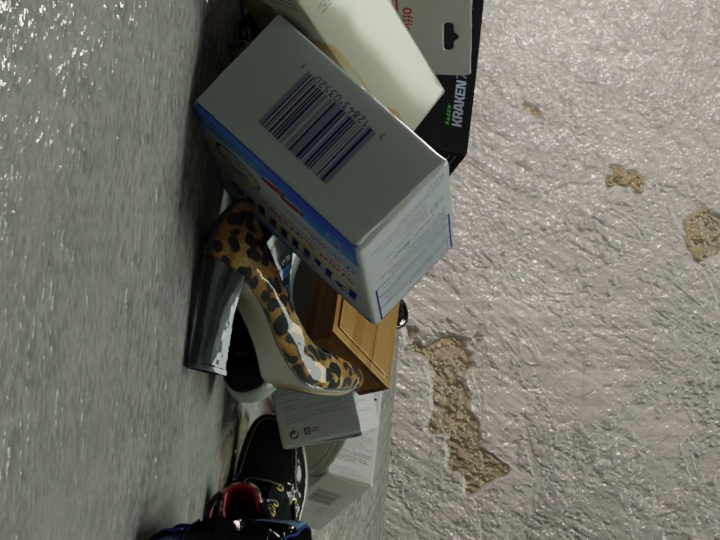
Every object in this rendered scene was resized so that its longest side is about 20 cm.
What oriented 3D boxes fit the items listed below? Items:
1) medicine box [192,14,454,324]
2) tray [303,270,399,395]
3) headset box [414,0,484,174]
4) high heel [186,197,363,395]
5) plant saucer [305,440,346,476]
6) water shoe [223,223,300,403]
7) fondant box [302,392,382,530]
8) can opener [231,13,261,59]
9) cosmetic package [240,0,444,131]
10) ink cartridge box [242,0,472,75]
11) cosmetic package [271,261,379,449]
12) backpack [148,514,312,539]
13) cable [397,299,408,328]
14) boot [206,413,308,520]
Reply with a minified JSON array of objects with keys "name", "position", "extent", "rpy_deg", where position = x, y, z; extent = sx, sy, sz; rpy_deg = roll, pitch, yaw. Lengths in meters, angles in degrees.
[{"name":"medicine box","position":[-0.025,-0.075,1.495],"extent":[0.103,0.182,0.200],"rpy_deg":[-45,164,-11]},{"name":"tray","position":[0.000,0.000,1.694],"extent":[0.099,0.037,0.202],"rpy_deg":[47,39,-42]},{"name":"headset box","position":[0.004,-0.192,1.757],"extent":[0.093,0.198,0.176],"rpy_deg":[128,-29,-70]},{"name":"high heel","position":[-0.055,0.026,1.556],"extent":[0.199,0.071,0.144],"rpy_deg":[16,81,-46]},{"name":"plant saucer","position":[-0.046,0.118,2.012],"extent":[0.200,0.050,0.202],"rpy_deg":[-163,-90,-72]},{"name":"water shoe","position":[-0.097,0.012,1.628],"extent":[0.079,0.071,0.202],"rpy_deg":[34,59,-52]},{"name":"fondant box","position":[-0.030,0.169,2.089],"extent":[0.144,0.058,0.202],"rpy_deg":[133,-29,-53]},{"name":"can opener","position":[-0.078,-0.146,1.619],"extent":[0.064,0.078,0.201],"rpy_deg":[-91,-171,-48]},{"name":"cosmetic package","position":[-0.022,-0.194,1.509],"extent":[0.071,0.105,0.200],"rpy_deg":[-51,137,-13]},{"name":"ink cartridge box","position":[0.001,-0.234,1.625],"extent":[0.116,0.198,0.068],"rpy_deg":[86,11,-59]},{"name":"cosmetic package","position":[-0.046,0.058,1.734],"extent":[0.113,0.080,0.202],"rpy_deg":[4,75,-82]},{"name":"backpack","position":[-0.094,0.274,1.435],"extent":[0.200,0.133,0.185],"rpy_deg":[9,85,-84]},{"name":"cable","position":[0.004,-0.032,1.995],"extent":[0.201,0.050,0.163],"rpy_deg":[63,-8,1]},{"name":"boot","position":[-0.096,0.217,1.711],"extent":[0.151,0.072,0.202],"rpy_deg":[76,25,-73]}]
